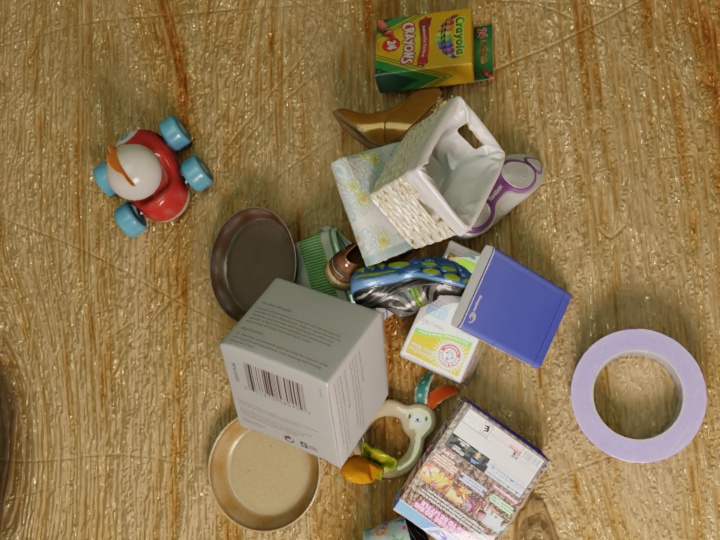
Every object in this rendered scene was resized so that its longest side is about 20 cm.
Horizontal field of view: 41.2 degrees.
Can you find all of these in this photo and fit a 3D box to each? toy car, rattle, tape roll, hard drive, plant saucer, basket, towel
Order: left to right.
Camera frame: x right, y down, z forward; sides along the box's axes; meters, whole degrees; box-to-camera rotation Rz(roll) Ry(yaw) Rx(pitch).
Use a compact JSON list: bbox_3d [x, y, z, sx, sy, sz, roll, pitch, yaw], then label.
[{"bbox_3d":[-0.390,-0.181,1.663,0.183,0.200,0.178,-32,76,6],"label":"toy car"},{"bbox_3d":[-0.179,-0.008,1.644,0.199,0.032,0.203,-1,87,36],"label":"plant saucer"},{"bbox_3d":[-0.159,0.336,1.613,0.198,0.035,0.203,-2,81,12],"label":"plant saucer"},{"bbox_3d":[-0.096,0.030,1.617,0.199,0.023,0.154,-26,74,33],"label":"towel"},{"bbox_3d":[0.047,-0.110,1.524,0.048,0.199,0.173,-23,89,43],"label":"towel"},{"bbox_3d":[0.059,0.244,1.526,0.199,0.143,0.131,-38,59,11],"label":"rattle"},{"bbox_3d":[0.118,-0.148,1.485,0.123,0.201,0.136,-23,117,43],"label":"basket"},{"bbox_3d":[0.238,0.060,1.490,0.025,0.199,0.133,21,85,53],"label":"hard drive"},{"bbox_3d":[0.424,0.192,1.472,0.198,0.085,0.202,-2,81,12],"label":"tape roll"}]

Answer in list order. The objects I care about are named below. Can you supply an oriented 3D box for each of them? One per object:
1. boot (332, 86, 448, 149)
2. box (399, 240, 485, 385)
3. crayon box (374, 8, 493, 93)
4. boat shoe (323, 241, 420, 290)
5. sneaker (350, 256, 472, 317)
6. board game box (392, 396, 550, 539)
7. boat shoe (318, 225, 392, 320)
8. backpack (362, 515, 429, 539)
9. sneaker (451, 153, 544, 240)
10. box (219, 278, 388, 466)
[{"bbox_3d":[0.068,-0.266,1.642,0.200,0.071,0.145,33,85,11],"label":"boot"},{"bbox_3d":[0.159,0.072,1.544,0.112,0.101,0.202,24,88,16],"label":"box"},{"bbox_3d":[0.125,-0.376,1.629,0.198,0.051,0.128,-5,59,12],"label":"crayon box"},{"bbox_3d":[0.032,-0.028,1.555,0.199,0.068,0.072,-23,73,-37],"label":"boat shoe"},{"bbox_3d":[0.084,0.030,1.489,0.197,0.071,0.083,-5,118,4],"label":"sneaker"},{"bbox_3d":[0.170,0.326,1.490,0.159,0.097,0.201,35,90,4],"label":"board game box"},{"bbox_3d":[0.000,0.000,1.618,0.065,0.074,0.201,-25,68,-23],"label":"boat shoe"},{"bbox_3d":[0.060,0.485,1.467,0.149,0.178,0.202,-15,74,5],"label":"backpack"},{"bbox_3d":[0.217,-0.121,1.575,0.200,0.100,0.075,-38,87,-19],"label":"sneaker"},{"bbox_3d":[-0.082,0.156,1.498,0.197,0.201,0.172,17,47,24],"label":"box"}]
